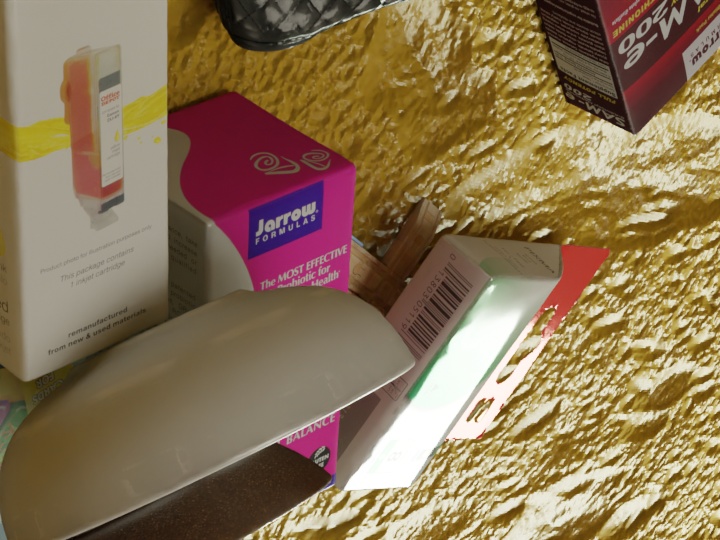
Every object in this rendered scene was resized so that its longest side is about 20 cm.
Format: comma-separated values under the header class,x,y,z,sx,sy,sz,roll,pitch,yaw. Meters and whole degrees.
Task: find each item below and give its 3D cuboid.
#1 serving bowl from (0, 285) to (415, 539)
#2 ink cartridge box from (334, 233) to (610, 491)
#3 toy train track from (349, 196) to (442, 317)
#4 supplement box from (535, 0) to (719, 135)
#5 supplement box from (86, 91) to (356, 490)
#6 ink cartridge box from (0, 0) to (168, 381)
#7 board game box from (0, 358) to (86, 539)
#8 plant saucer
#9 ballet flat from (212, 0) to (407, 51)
class,x,y,z,sx,sy,sz,roll,pitch,yaw
serving bowl,-0.077,0.055,1.059,0.199,0.200,0.066,-25,91,-37
ink cartridge box,0.072,0.057,1.415,0.199,0.050,0.161,6,124,-54
toy train track,0.000,0.000,1.340,0.115,0.032,0.200,-57,143,-3
supplement box,0.152,-0.186,1.362,0.109,0.061,0.201,-45,143,-17
supplement box,-0.075,0.026,1.215,0.101,0.103,0.201,-24,130,-36
ink cartridge box,-0.155,-0.079,1.010,0.083,0.145,0.201,-24,131,-35
board game box,-0.205,0.099,1.160,0.150,0.047,0.201,-25,132,-37
plant saucer,-0.108,0.126,1.088,0.200,0.200,0.035,-28,91,-35
ballet flat,0.010,-0.169,1.201,0.199,0.066,0.057,-31,138,-32
